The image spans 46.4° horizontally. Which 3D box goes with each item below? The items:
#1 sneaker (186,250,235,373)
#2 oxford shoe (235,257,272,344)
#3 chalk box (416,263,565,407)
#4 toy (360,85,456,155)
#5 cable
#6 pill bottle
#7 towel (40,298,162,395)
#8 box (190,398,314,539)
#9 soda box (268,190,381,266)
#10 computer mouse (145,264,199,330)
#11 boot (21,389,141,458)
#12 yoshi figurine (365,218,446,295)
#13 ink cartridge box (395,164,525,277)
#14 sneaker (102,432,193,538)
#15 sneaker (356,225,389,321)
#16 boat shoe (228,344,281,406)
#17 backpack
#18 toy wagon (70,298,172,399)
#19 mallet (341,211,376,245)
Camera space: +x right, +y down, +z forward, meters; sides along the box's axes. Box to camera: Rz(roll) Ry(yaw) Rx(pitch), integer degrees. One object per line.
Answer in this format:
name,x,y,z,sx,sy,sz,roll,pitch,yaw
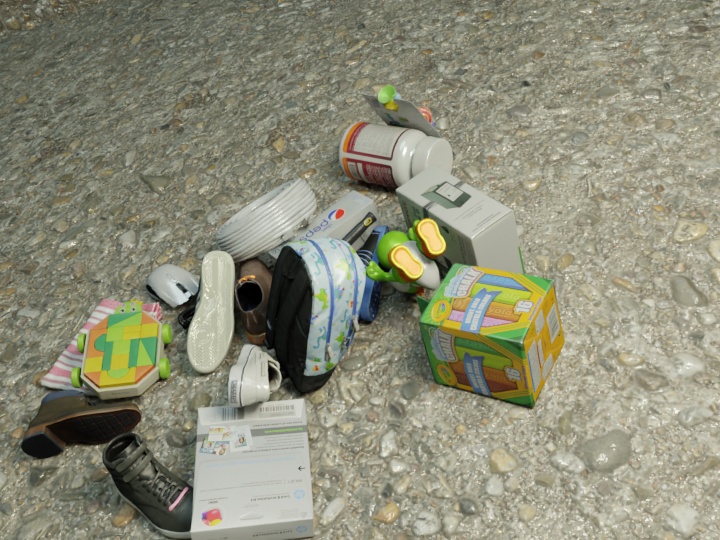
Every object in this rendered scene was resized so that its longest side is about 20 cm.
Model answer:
sneaker,-0.239,0.075,1.379,0.073,0.085,0.204,9,69,-5
oxford shoe,-0.175,0.030,1.400,0.070,0.074,0.201,-20,38,0
chalk box,0.161,0.081,1.153,0.197,0.126,0.125,9,46,33
toy,0.097,-0.282,1.550,0.114,0.199,0.048,17,81,37
cable,-0.168,-0.088,1.486,0.198,0.070,0.200,-29,15,12
pill bottle,0.065,-0.208,1.546,0.197,0.111,0.110,16,50,36
towel,-0.443,0.127,1.440,0.144,0.030,0.202,2,44,27
box,-0.142,0.262,1.111,0.152,0.042,0.202,-5,38,-5
soda box,-0.057,-0.050,1.447,0.199,0.069,0.063,-37,39,-21
computer mouse,-0.324,0.032,1.488,0.198,0.044,0.110,23,56,41
boot,-0.425,0.213,1.294,0.196,0.075,0.098,-16,41,9
yoshi figurine,0.063,-0.025,1.262,0.110,0.200,0.115,6,79,-3
ink cartridge box,0.154,-0.054,1.297,0.083,0.148,0.200,-33,39,-16
sneaker,-0.277,0.285,1.124,0.197,0.100,0.071,17,49,36
sneaker,0.000,0.000,1.362,0.076,0.071,0.202,0,43,16
boat shoe,-0.145,0.150,1.207,0.064,0.074,0.200,2,1,0
backpack,-0.070,0.045,1.229,0.151,0.203,0.164,-18,42,-17
toy wagon,-0.388,0.119,1.379,0.152,0.040,0.203,-6,48,-2
mallet,-0.056,-0.027,1.375,0.201,0.066,0.041,-52,10,-6
